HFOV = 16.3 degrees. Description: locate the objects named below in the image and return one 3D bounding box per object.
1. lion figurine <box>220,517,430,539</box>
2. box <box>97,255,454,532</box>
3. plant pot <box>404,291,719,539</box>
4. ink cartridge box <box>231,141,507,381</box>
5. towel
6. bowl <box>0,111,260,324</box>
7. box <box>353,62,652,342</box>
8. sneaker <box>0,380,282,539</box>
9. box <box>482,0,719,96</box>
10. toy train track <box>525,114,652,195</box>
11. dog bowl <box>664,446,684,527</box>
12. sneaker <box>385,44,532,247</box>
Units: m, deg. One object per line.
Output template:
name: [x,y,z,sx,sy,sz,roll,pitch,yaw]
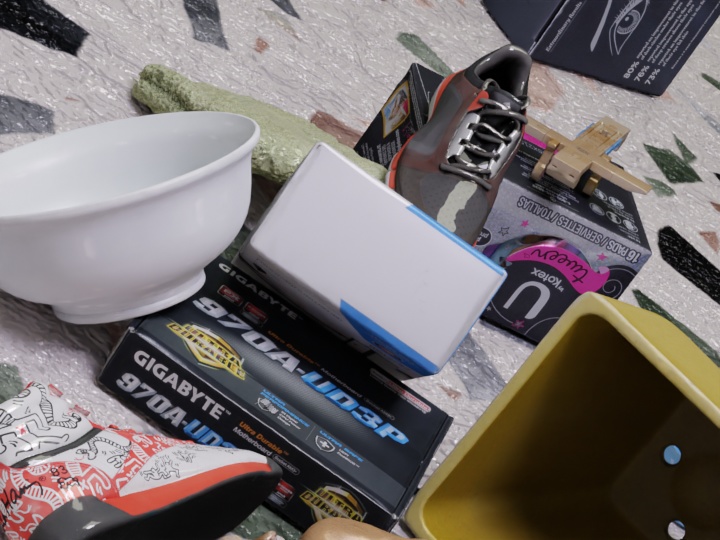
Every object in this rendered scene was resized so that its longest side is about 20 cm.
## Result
lion figurine: [-0.019,0.178,1.422,0.122,0.073,0.200,25,9,9]
box: [-0.049,0.081,1.567,0.200,0.046,0.159,35,24,1]
plant pot: [0.190,0.145,1.595,0.194,0.196,0.200,45,20,21]
ink cartridge box: [0.000,0.000,1.629,0.146,0.084,0.200,34,-8,-2]
towel: [-0.072,-0.099,1.815,0.148,0.037,0.200,18,11,-31]
bowl: [-0.151,-0.026,1.532,0.201,0.090,0.201,-10,18,3]
box: [0.100,-0.043,1.901,0.200,0.115,0.132,24,28,-20]
sneaker: [-0.133,0.103,1.395,0.108,0.067,0.201,48,30,20]
box: [0.245,-0.273,2.460,0.200,0.148,0.104,13,32,-40]
toy train track: [0.168,-0.084,1.889,0.115,0.033,0.200,31,19,8]
dog bowl: [0.284,0.158,1.848,0.200,0.050,0.112,17,30,-35]
sneaker: [0.076,-0.091,1.752,0.077,0.082,0.200,31,44,-15]
